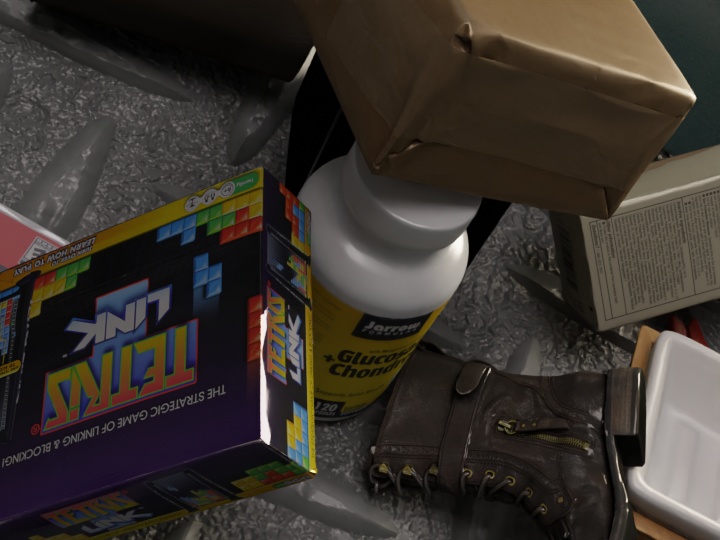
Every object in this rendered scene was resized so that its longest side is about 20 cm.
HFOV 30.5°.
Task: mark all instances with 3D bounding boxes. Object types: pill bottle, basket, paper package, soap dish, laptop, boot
[{"bbox_3d":[0.000,0.000,0.816,0.110,0.201,0.113,11,53,-15],"label":"pill bottle"},{"bbox_3d":[-0.116,-0.236,0.977,0.198,0.136,0.183,24,74,-13],"label":"basket"},{"bbox_3d":[0.068,-0.141,0.760,0.188,0.104,0.202,9,42,-36],"label":"paper package"},{"bbox_3d":[0.255,0.150,0.904,0.198,0.081,0.159,28,50,-4],"label":"soap dish"},{"bbox_3d":[0.020,-0.086,0.901,0.200,0.178,0.103,42,51,10],"label":"laptop"},{"bbox_3d":[0.086,0.134,0.821,0.171,0.070,0.202,1,52,19],"label":"boot"}]

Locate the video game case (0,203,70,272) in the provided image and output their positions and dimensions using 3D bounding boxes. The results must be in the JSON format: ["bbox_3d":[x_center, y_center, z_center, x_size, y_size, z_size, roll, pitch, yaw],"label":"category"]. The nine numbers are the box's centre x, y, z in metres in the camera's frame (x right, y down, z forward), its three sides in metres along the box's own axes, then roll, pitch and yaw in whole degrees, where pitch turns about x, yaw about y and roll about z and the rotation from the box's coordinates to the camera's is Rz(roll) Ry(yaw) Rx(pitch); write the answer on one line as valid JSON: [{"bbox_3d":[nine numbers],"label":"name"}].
[{"bbox_3d":[-0.283,0.021,0.794,0.142,0.018,0.201,29,50,-3],"label":"video game case"}]

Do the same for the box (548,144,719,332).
[{"bbox_3d":[0.245,-0.033,0.964,0.197,0.096,0.078,-14,17,-7],"label":"box"}]

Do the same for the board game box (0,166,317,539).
[{"bbox_3d":[-0.121,0.053,0.731,0.057,0.198,0.167,42,36,-47],"label":"board game box"}]

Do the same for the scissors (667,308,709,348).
[{"bbox_3d":[0.255,0.037,1.030,0.072,0.014,0.202,16,51,-10],"label":"scissors"}]

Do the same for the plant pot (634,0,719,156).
[{"bbox_3d":[0.330,-0.209,1.077,0.194,0.203,0.196,-11,38,-30],"label":"plant pot"}]
